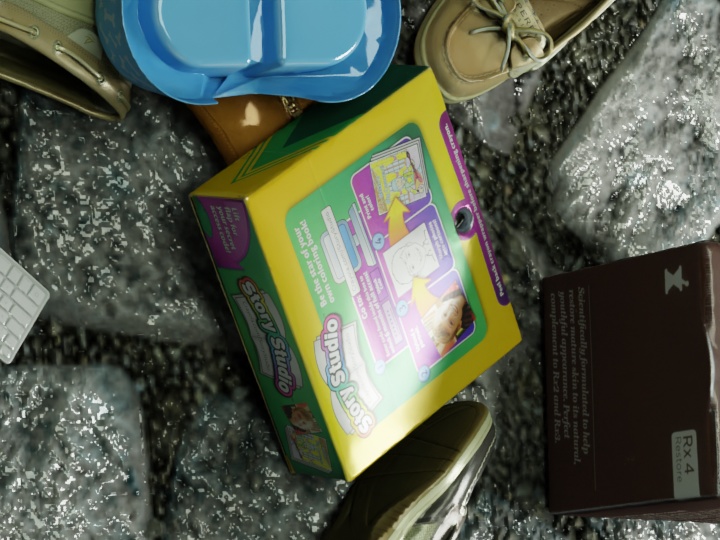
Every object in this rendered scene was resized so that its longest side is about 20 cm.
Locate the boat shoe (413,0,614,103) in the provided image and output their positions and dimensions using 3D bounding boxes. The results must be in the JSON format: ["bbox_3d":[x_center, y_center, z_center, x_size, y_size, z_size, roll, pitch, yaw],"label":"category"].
[{"bbox_3d":[0.114,-0.178,1.939,0.200,0.063,0.073,-40,106,-34],"label":"boat shoe"}]

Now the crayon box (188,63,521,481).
[{"bbox_3d":[0.000,0.000,1.795,0.173,0.058,0.200,-36,118,-35],"label":"crayon box"}]

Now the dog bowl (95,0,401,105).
[{"bbox_3d":[-0.069,-0.153,1.730,0.200,0.050,0.112,-4,93,-37],"label":"dog bowl"}]

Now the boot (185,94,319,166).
[{"bbox_3d":[-0.048,-0.163,1.820,0.201,0.071,0.144,-45,114,-30],"label":"boot"}]

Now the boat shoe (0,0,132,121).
[{"bbox_3d":[-0.215,-0.135,1.680,0.201,0.073,0.063,13,69,-42],"label":"boat shoe"}]

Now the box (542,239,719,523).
[{"bbox_3d":[0.248,0.079,1.927,0.200,0.164,0.166,6,78,-36],"label":"box"}]

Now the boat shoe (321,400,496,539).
[{"bbox_3d":[0.025,0.167,1.808,0.201,0.072,0.066,-52,122,-31],"label":"boat shoe"}]

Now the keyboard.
[{"bbox_3d":[-0.260,-0.029,1.662,0.200,0.011,0.056,44,59,-23],"label":"keyboard"}]
